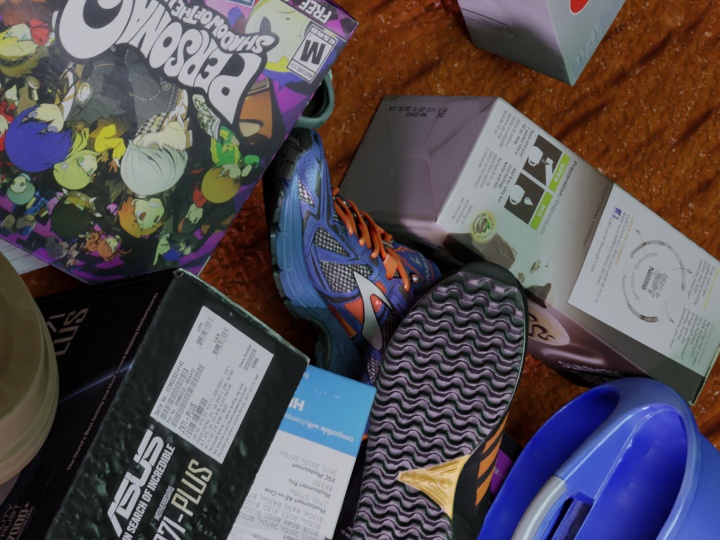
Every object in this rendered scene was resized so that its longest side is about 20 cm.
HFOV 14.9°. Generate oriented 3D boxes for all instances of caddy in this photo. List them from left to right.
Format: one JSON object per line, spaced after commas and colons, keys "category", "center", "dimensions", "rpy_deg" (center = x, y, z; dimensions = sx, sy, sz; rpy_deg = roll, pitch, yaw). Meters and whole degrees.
{"category": "caddy", "center": [0.121, 0.154, 1.458], "dimensions": [0.105, 0.141, 0.201], "rpy_deg": [36, 79, -31]}

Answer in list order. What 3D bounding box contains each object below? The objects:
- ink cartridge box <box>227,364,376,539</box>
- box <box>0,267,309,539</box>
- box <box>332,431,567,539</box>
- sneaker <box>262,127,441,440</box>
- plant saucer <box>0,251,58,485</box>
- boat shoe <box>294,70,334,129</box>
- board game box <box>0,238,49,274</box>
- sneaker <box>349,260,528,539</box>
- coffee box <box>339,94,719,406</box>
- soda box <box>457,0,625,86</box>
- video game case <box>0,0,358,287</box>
{"category": "ink cartridge box", "center": [-0.060, 0.154, 1.374], "dimensions": [0.067, 0.116, 0.201], "rpy_deg": [19, 68, -5]}
{"category": "box", "center": [-0.135, 0.110, 1.308], "dimensions": [0.086, 0.163, 0.201], "rpy_deg": [36, 66, -25]}
{"category": "box", "center": [0.024, 0.171, 1.506], "dimensions": [0.143, 0.036, 0.201], "rpy_deg": [43, 70, -26]}
{"category": "sneaker", "center": [0.000, 0.000, 1.423], "dimensions": [0.078, 0.076, 0.201], "rpy_deg": [-17, 134, 5]}
{"category": "plant saucer", "center": [-0.224, 0.021, 1.223], "dimensions": [0.199, 0.201, 0.030], "rpy_deg": [4, 133, -32]}
{"category": "boat shoe", "center": [-0.070, -0.156, 1.408], "dimensions": [0.073, 0.062, 0.201], "rpy_deg": [-34, 109, -22]}
{"category": "board game box", "center": [-0.196, -0.056, 1.352], "dimensions": [0.199, 0.035, 0.127], "rpy_deg": [-18, 103, -30]}
{"category": "sneaker", "center": [0.041, 0.084, 1.427], "dimensions": [0.069, 0.090, 0.201], "rpy_deg": [16, 105, 8]}
{"category": "coffee box", "center": [0.097, -0.011, 1.493], "dimensions": [0.200, 0.113, 0.080], "rpy_deg": [34, 76, -29]}
{"category": "soda box", "center": [0.083, -0.177, 1.439], "dimensions": [0.064, 0.068, 0.200], "rpy_deg": [-58, 157, -15]}
{"category": "video game case", "center": [-0.127, -0.094, 1.320], "dimensions": [0.199, 0.036, 0.182], "rpy_deg": [30, 98, -30]}
